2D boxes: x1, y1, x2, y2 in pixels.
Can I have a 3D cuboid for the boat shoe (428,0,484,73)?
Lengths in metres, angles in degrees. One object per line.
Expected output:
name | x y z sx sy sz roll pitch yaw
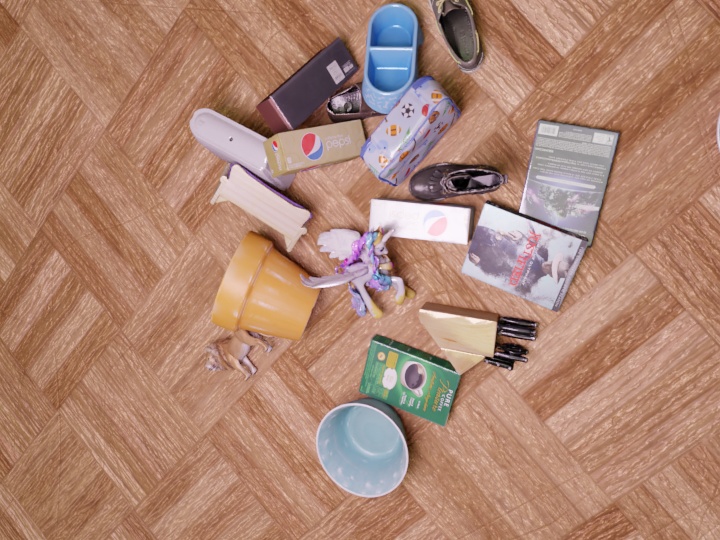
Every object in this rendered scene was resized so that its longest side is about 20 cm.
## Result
boat shoe | 0.168 -0.459 1.013 0.071 0.060 0.206 -21 92 20

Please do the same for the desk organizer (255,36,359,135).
desk organizer | -0.101 -0.348 1.072 0.072 0.201 0.076 52 154 -23

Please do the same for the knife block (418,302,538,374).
knife block | 0.232 0.107 1.086 0.175 0.064 0.202 -39 86 19

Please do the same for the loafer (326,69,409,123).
loafer | 0.019 -0.328 1.079 0.195 0.071 0.075 -18 94 20

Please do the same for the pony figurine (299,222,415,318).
pony figurine | 0.000 0.000 1.095 0.188 0.169 0.203 -9 131 20

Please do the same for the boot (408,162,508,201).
boot | 0.165 -0.160 1.004 0.194 0.174 0.071 -5 98 18

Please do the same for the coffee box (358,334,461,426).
coffee box | 0.102 0.224 1.160 0.195 0.044 0.126 18 105 15

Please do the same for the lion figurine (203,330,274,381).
lion figurine | -0.266 0.165 1.250 0.122 0.072 0.201 42 117 6

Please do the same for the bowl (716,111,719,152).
bowl | 0.653 -0.222 0.876 0.195 0.090 0.208 3 101 18

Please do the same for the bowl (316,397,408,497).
bowl | 0.017 0.349 1.174 0.195 0.105 0.207 5 104 19

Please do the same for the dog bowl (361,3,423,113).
dog bowl | 0.057 -0.390 1.027 0.108 0.050 0.206 3 78 8

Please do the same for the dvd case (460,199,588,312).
dvd case | 0.300 -0.026 1.052 0.196 0.022 0.149 23 114 12

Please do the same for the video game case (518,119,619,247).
video game case | 0.369 -0.156 1.020 0.139 0.019 0.206 13 104 16

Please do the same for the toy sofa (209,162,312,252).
toy sofa | -0.193 -0.138 1.135 0.197 0.083 0.098 31 112 -18

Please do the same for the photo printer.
photo printer | -0.237 -0.245 1.132 0.197 0.166 0.071 29 89 12

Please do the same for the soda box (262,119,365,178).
soda box | -0.080 -0.230 1.061 0.063 0.197 0.070 -9 100 52

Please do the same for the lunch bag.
lunch bag | 0.089 -0.244 1.028 0.200 0.160 0.076 -46 77 16

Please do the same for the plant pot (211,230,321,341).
plant pot | -0.182 0.049 1.159 0.179 0.201 0.204 23 106 -3

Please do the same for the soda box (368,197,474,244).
soda box | 0.117 -0.097 1.090 0.194 0.064 0.070 7 102 16
